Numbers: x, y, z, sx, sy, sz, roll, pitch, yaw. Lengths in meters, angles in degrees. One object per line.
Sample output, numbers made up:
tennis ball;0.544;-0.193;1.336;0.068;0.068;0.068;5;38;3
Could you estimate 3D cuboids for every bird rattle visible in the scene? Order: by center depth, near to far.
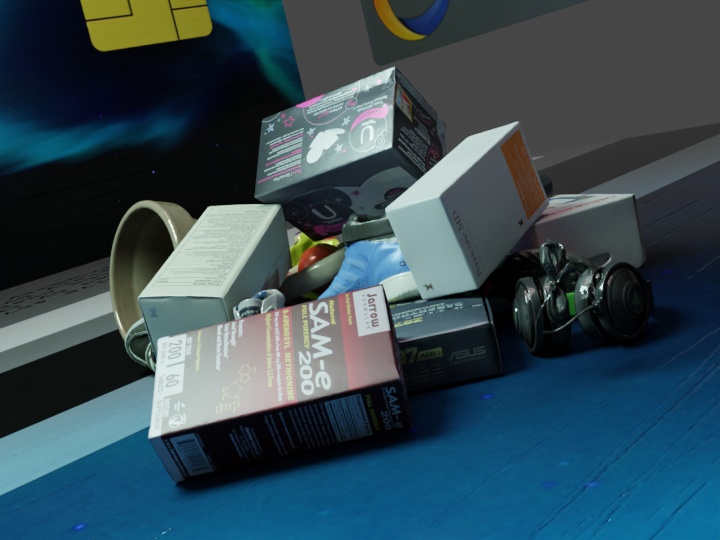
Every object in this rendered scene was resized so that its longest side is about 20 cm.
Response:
bird rattle;-0.071;0.001;1.132;0.162;0.115;0.199;-25;-3;39

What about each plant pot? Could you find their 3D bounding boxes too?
plant pot;-0.219;0.009;1.196;0.172;0.205;0.198;-3;0;-42

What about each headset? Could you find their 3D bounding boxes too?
headset;0.187;0.018;0.775;0.121;0.096;0.199;-10;-1;23

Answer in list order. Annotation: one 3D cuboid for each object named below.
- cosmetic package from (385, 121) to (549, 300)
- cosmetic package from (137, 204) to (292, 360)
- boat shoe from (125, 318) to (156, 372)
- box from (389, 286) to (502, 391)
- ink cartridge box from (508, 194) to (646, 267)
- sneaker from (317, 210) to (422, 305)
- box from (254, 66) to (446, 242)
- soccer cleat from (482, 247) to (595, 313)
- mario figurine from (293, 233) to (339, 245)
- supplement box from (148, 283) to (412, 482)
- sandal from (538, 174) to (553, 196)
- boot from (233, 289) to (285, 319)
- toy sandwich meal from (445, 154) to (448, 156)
cosmetic package;0.116;-0.066;0.914;0.070;0.103;0.200;-12;21;39
cosmetic package;-0.154;0.011;0.993;0.101;0.089;0.201;1;31;16
boat shoe;-0.217;0.089;1.039;0.197;0.072;0.063;-4;13;36
box;0.029;0.071;0.836;0.196;0.052;0.158;-13;10;7
ink cartridge box;0.218;-0.035;1.061;0.143;0.089;0.199;-17;11;-19
sneaker;0.001;0.000;0.978;0.076;0.114;0.199;3;-20;-37
box;-0.010;-0.129;1.057;0.197;0.117;0.132;-14;-32;31
soccer cleat;0.161;0.013;0.946;0.197;0.070;0.073;-11;5;32
mario figurine;-0.118;-0.013;1.366;0.197;0.108;0.123;-23;22;-30
supplement box;-0.064;0.089;0.713;0.196;0.062;0.110;-14;41;3
sandal;0.181;-0.100;1.094;0.075;0.044;0.199;-8;10;33
boot;-0.105;0.077;0.858;0.072;0.098;0.200;-13;10;5
toy sandwich meal;0.114;-0.065;1.211;0.201;0.209;0.070;-12;-20;10
